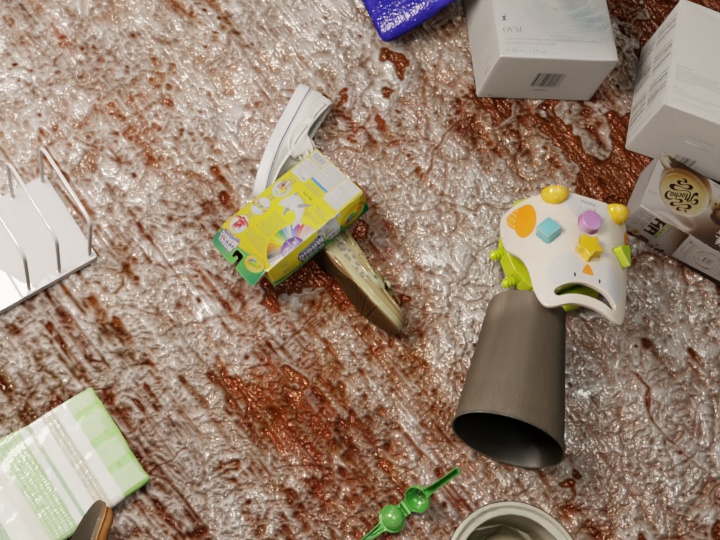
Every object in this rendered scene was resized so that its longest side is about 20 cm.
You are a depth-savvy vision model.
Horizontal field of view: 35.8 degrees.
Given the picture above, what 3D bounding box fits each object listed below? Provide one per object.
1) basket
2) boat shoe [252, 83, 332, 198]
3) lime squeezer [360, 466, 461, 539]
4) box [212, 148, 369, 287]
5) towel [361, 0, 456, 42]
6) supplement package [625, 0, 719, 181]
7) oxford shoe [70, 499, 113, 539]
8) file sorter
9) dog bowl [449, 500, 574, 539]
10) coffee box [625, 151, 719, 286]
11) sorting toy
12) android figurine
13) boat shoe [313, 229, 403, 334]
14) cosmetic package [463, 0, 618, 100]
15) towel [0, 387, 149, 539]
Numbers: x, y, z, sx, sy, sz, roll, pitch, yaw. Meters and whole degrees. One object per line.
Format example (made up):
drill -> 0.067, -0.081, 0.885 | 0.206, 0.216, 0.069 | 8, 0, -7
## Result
basket -> 0.215, 0.141, 1.522 | 0.180, 0.135, 0.203 | 34, 54, -34
boat shoe -> -0.095, -0.181, 1.604 | 0.065, 0.074, 0.202 | 23, 66, 0
lime squeezer -> 0.056, 0.318, 1.453 | 0.199, 0.071, 0.038 | -38, 98, 6
box -> -0.098, -0.065, 1.532 | 0.199, 0.049, 0.117 | -38, 55, -12
towel -> 0.089, -0.457, 1.713 | 0.198, 0.050, 0.149 | -31, 63, 10
supplement package -> 0.545, -0.279, 1.762 | 0.189, 0.147, 0.203 | 19, 65, -6
oxford shoe -> -0.324, 0.379, 1.333 | 0.070, 0.071, 0.203 | 19, 76, -28
file sorter -> -0.460, -0.045, 1.430 | 0.199, 0.125, 0.140 | -32, 79, -22
dog bowl -> 0.190, 0.407, 1.444 | 0.197, 0.074, 0.203 | 5, 67, -12
coffee box -> 0.514, -0.075, 1.711 | 0.198, 0.080, 0.114 | 31, 64, -1
sorting toy -> 0.305, -0.008, 1.554 | 0.197, 0.107, 0.182 | 14, 50, -12
android figurine -> 0.285, -0.027, 1.656 | 0.198, 0.041, 0.184 | -19, 76, -22
boat shoe -> 0.000, 0.000, 1.556 | 0.062, 0.073, 0.201 | -37, 81, -21
cosmetic package -> 0.279, -0.389, 1.754 | 0.196, 0.123, 0.203 | -1, 68, -14
towel -> -0.383, 0.258, 1.387 | 0.199, 0.031, 0.150 | -31, 81, -25
